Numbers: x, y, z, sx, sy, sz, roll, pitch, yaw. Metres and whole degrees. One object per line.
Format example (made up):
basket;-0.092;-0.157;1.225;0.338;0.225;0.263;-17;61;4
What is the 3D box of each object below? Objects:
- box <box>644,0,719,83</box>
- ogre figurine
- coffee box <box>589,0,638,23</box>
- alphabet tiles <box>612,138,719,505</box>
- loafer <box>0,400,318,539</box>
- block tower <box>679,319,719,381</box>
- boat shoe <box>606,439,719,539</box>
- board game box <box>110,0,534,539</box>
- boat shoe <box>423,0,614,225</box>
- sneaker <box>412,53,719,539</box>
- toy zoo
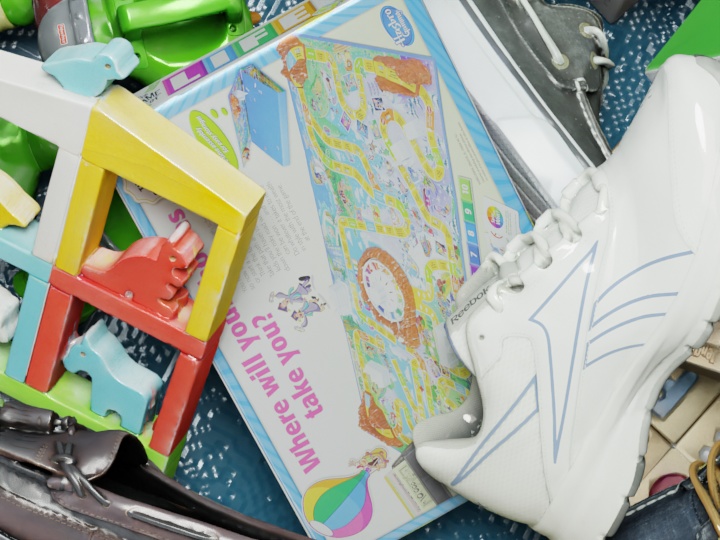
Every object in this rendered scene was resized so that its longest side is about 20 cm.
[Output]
box;0.242;-0.088;0.927;0.177;0.097;0.200;45;70;-18
ogre figurine;-0.098;-0.088;0.953;0.119;0.098;0.201;-13;71;7
coffee box;0.081;-0.217;0.987;0.113;0.080;0.200;-40;86;-5
alphabet tiles;0.159;0.012;0.995;0.166;0.006;0.200;43;82;3
loafer;-0.081;0.086;0.893;0.199;0.072;0.063;30;108;9
block tower;0.155;-0.054;0.975;0.054;0.058;0.201;17;79;0
boat shoe;0.151;0.083;0.920;0.199;0.091;0.071;-18;41;1
board game box;0.000;0.000;0.928;0.134;0.034;0.201;-28;110;-1
boat shoe;0.067;-0.083;0.961;0.071;0.072;0.201;-30;73;-9
sneaker;0.081;0.012;0.883;0.087;0.075;0.201;18;111;-7
toy zoo;-0.112;-0.001;0.900;0.131;0.201;0.020;26;38;7
